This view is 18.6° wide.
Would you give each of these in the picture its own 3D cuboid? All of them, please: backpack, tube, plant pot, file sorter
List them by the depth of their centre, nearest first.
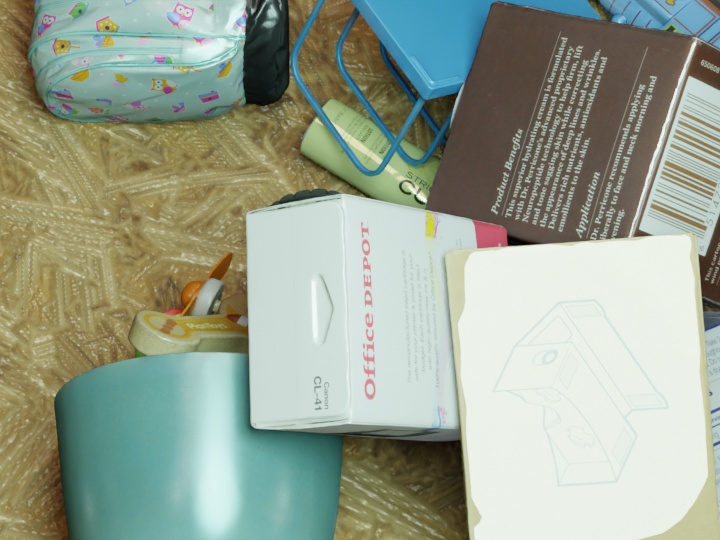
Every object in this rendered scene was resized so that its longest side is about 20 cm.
[{"bbox_3d":[-0.106,0.163,1.475,0.201,0.201,0.161,1,67,-8],"label":"plant pot"},{"bbox_3d":[-0.155,-0.182,1.686,0.200,0.167,0.127,0,66,-2],"label":"backpack"},{"bbox_3d":[0.067,-0.167,1.692,0.200,0.123,0.139,-16,60,-38],"label":"file sorter"},{"bbox_3d":[0.050,-0.064,1.708,0.200,0.052,0.058,32,99,6],"label":"tube"}]

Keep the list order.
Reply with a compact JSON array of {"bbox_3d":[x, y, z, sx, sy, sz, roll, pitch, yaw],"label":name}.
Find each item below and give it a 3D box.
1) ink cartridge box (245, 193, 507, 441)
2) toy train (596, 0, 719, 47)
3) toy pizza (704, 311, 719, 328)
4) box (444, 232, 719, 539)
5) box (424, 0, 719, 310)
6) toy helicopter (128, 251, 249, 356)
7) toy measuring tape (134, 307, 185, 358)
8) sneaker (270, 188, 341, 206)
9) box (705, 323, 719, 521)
[{"bbox_3d":[0.017,0.035,1.449,0.200,0.086,0.148,10,75,-52],"label":"ink cartridge box"},{"bbox_3d":[0.260,-0.224,1.809,0.114,0.087,0.200,-39,73,-19],"label":"toy train"},{"bbox_3d":[0.271,0.122,1.643,0.200,0.032,0.200,4,59,-7],"label":"toy pizza"},{"bbox_3d":[0.143,0.081,1.419,0.163,0.021,0.200,-4,84,1],"label":"box"},{"bbox_3d":[0.188,-0.080,1.564,0.200,0.164,0.166,19,90,47],"label":"box"},{"bbox_3d":[-0.092,0.039,1.523,0.132,0.079,0.200,36,19,30],"label":"toy helicopter"},{"bbox_3d":[-0.094,0.050,1.608,0.200,0.074,0.074,-20,65,-18],"label":"toy measuring tape"},{"bbox_3d":[0.000,0.000,1.624,0.200,0.076,0.091,13,63,30],"label":"sneaker"},{"bbox_3d":[0.229,0.160,1.513,0.184,0.105,0.200,-19,67,-34],"label":"box"}]
